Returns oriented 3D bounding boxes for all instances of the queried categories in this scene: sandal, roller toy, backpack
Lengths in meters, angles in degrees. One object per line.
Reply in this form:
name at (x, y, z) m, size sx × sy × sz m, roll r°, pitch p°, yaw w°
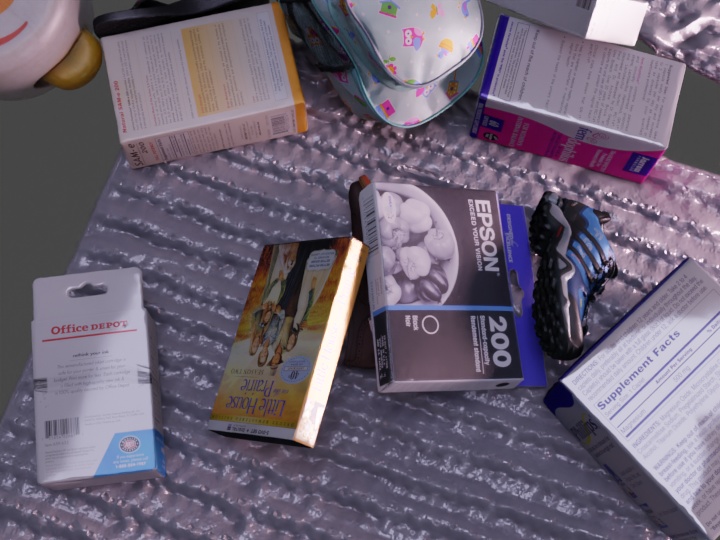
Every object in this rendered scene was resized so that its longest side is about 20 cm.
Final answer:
sandal at (-0.197, -0.287, 1.181) m, size 0.198 × 0.075 × 0.045 m, roll -18°, pitch 84°, yaw -22°
roller toy at (-0.380, -0.280, 1.152) m, size 0.198 × 0.140 × 0.185 m, roll -5°, pitch 84°, yaw -1°
backpack at (0.039, -0.249, 1.116) m, size 0.175 × 0.201 × 0.153 m, roll -39°, pitch 32°, yaw -17°

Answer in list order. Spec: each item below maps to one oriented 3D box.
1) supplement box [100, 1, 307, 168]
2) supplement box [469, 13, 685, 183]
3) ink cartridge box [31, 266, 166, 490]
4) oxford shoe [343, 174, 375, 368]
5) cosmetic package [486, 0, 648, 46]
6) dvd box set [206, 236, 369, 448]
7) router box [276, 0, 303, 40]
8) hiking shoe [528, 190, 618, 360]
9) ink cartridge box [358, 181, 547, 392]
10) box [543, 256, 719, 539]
supplement box at (-0.165, -0.198, 1.162) m, size 0.198 × 0.074 × 0.127 m, roll -12°, pitch 73°, yaw -4°
supplement box at (0.225, -0.179, 1.145) m, size 0.198 × 0.101 × 0.104 m, roll 15°, pitch 73°, yaw 4°
ink cartridge box at (-0.258, 0.107, 1.071) m, size 0.115 × 0.067 × 0.202 m, roll -6°, pitch 73°, yaw -2°
oxford shoe at (0.000, 0.000, 1.107) m, size 0.072 × 0.071 × 0.202 m, roll -9°, pitch 73°, yaw 3°
cosmetic package at (0.195, -0.288, 1.138) m, size 0.082 × 0.051 × 0.200 m, roll -5°, pitch 28°, yaw -38°
dvd box set at (-0.072, 0.067, 1.056) m, size 0.029 × 0.146 × 0.202 m, roll 28°, pitch 70°, yaw -36°
router box at (-0.017, -0.366, 1.170) m, size 0.200 × 0.158 × 0.052 m, roll -42°, pitch 49°, yaw -13°
hiking shoe at (0.219, 0.002, 1.082) m, size 0.086 × 0.075 × 0.201 m, roll 9°, pitch 53°, yaw -5°
ink cartridge box at (0.101, 0.017, 1.074) m, size 0.198 × 0.043 × 0.200 m, roll 2°, pitch 73°, yaw -26°
box at (0.313, 0.128, 1.049) m, size 0.184 × 0.105 × 0.200 m, roll -40°, pitch 78°, yaw -11°
